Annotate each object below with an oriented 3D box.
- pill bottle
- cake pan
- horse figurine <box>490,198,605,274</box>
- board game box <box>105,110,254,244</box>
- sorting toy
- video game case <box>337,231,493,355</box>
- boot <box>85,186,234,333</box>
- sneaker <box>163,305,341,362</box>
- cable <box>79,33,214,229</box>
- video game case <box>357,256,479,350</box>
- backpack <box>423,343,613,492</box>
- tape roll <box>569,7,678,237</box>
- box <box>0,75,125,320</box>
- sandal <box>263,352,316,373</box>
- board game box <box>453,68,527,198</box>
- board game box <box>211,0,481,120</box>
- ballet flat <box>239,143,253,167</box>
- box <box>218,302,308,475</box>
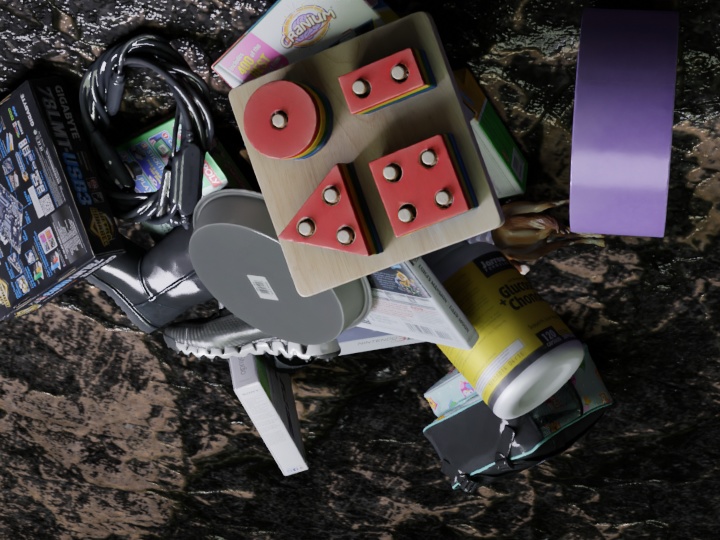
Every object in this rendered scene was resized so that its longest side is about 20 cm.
[{"bbox_3d":[0.123,0.043,1.636,0.200,0.112,0.112,50,151,20],"label":"pill bottle"},{"bbox_3d":[-0.085,0.003,1.587,0.200,0.037,0.200,23,148,15],"label":"cake pan"},{"bbox_3d":[0.182,-0.038,1.675,0.132,0.050,0.200,-6,168,11],"label":"horse figurine"},{"bbox_3d":[-0.174,-0.068,1.723,0.135,0.029,0.200,-21,112,33],"label":"board game box"},{"bbox_3d":[-0.004,-0.099,1.420,0.199,0.200,0.070,-20,179,17],"label":"sorting toy"},{"bbox_3d":[0.052,0.019,1.773,0.182,0.023,0.200,-8,143,-21],"label":"video game case"},{"bbox_3d":[-0.200,-0.032,1.698,0.200,0.066,0.165,-27,117,39],"label":"boot"},{"bbox_3d":[-0.119,0.050,1.762,0.200,0.066,0.091,0,100,17],"label":"sneaker"},{"bbox_3d":[-0.218,-0.144,1.626,0.163,0.051,0.200,22,120,34],"label":"cable"},{"bbox_3d":[0.000,0.000,1.581,0.200,0.023,0.182,11,147,47],"label":"video game case"},{"bbox_3d":[0.187,0.154,1.887,0.200,0.153,0.176,-11,161,-41],"label":"backpack"},{"bbox_3d":[0.234,-0.131,1.444,0.085,0.200,0.200,5,145,10],"label":"tape roll"},{"bbox_3d":[-0.348,-0.072,1.699,0.050,0.200,0.198,-15,169,-46],"label":"box"},{"bbox_3d":[-0.080,0.087,1.889,0.043,0.076,0.200,38,-179,18],"label":"sandal"},{"bbox_3d":[0.046,-0.119,1.635,0.200,0.040,0.153,-10,140,27],"label":"board game box"},{"bbox_3d":[-0.012,-0.170,1.486,0.153,0.040,0.200,-41,100,22],"label":"board game box"},{"bbox_3d":[-0.021,-0.092,1.571,0.200,0.072,0.068,-1,-177,11],"label":"ballet flat"},{"bbox_3d":[-0.117,0.137,1.961,0.036,0.144,0.200,-17,139,4],"label":"box"}]
